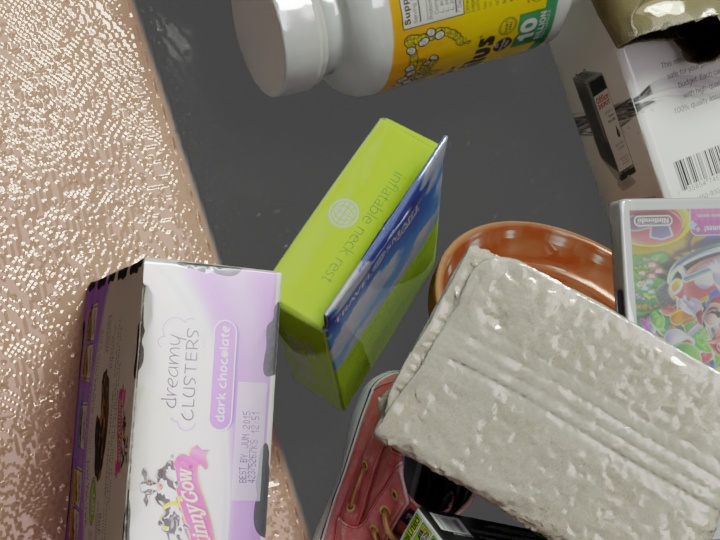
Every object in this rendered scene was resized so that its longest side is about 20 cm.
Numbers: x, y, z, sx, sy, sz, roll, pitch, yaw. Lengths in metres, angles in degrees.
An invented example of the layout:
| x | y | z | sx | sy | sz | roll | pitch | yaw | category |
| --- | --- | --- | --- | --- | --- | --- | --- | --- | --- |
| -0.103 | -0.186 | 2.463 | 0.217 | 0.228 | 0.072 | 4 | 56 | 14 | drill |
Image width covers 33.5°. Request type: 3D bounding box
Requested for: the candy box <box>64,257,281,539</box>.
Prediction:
| x | y | z | sx | sy | sz | roll | pitch | yaw | category |
| --- | --- | --- | --- | --- | --- | --- | --- | --- | --- |
| -0.107 | 0.086 | 0.644 | 0.071 | 0.200 | 0.168 | 6 | 84 | -20 | candy box |

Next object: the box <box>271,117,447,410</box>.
| x | y | z | sx | sy | sz | roll | pitch | yaw | category |
| --- | --- | --- | --- | --- | --- | --- | --- | --- | --- |
| 0.000 | 0.000 | 0.694 | 0.048 | 0.200 | 0.122 | 30 | 74 | 12 | box |

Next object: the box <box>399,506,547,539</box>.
| x | y | z | sx | sy | sz | roll | pitch | yaw | category |
| --- | --- | --- | --- | --- | --- | --- | --- | --- | --- |
| 0.094 | 0.216 | 0.749 | 0.200 | 0.035 | 0.110 | 18 | 107 | -34 | box |

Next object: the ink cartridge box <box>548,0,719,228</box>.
| x | y | z | sx | sy | sz | roll | pitch | yaw | category |
| --- | --- | --- | --- | --- | --- | --- | --- | --- | --- |
| 0.235 | -0.115 | 0.852 | 0.147 | 0.083 | 0.200 | -20 | 94 | -22 | ink cartridge box |

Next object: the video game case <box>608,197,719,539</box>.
| x | y | z | sx | sy | sz | roll | pitch | yaw | category |
| --- | --- | --- | --- | --- | --- | --- | --- | --- | --- |
| 0.221 | 0.057 | 0.713 | 0.143 | 0.018 | 0.200 | -2 | 86 | -16 | video game case |

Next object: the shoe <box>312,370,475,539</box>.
| x | y | z | sx | sy | sz | roll | pitch | yaw | category |
| --- | --- | --- | --- | --- | --- | --- | --- | --- | --- |
| 0.019 | 0.160 | 0.744 | 0.071 | 0.091 | 0.201 | 16 | 80 | -19 | shoe |

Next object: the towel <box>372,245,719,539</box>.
| x | y | z | sx | sy | sz | roll | pitch | yaw | category |
| --- | --- | --- | --- | --- | --- | --- | --- | --- | --- |
| 0.118 | 0.084 | 0.674 | 0.200 | 0.034 | 0.133 | 30 | 92 | 8 | towel |

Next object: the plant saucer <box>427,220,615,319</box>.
| x | y | z | sx | sy | sz | roll | pitch | yaw | category |
| --- | --- | --- | --- | --- | --- | --- | --- | --- | --- |
| 0.135 | 0.048 | 0.777 | 0.200 | 0.032 | 0.201 | 16 | 40 | -14 | plant saucer |

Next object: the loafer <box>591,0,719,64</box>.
| x | y | z | sx | sy | sz | roll | pitch | yaw | category |
| --- | --- | --- | --- | --- | --- | --- | --- | --- | --- |
| 0.237 | -0.168 | 0.776 | 0.200 | 0.076 | 0.068 | 1 | 86 | -12 | loafer |

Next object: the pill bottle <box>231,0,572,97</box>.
| x | y | z | sx | sy | sz | roll | pitch | yaw | category |
| --- | --- | --- | --- | --- | --- | --- | --- | --- | --- |
| 0.025 | -0.175 | 0.761 | 0.200 | 0.113 | 0.113 | -19 | 93 | -22 | pill bottle |
